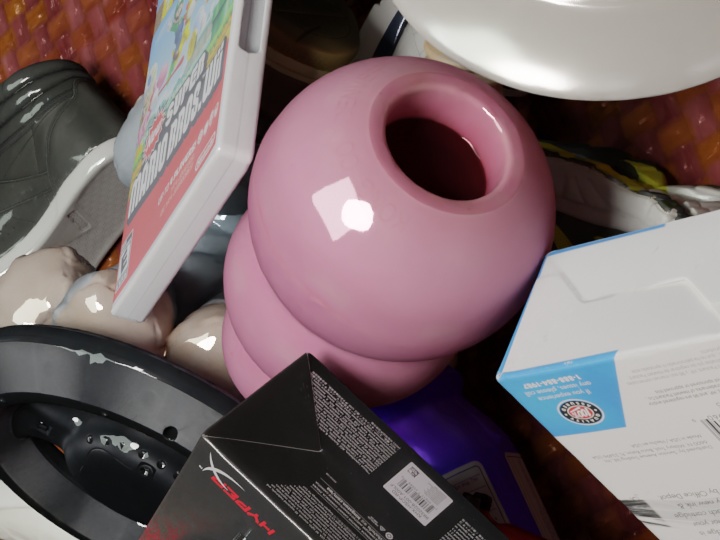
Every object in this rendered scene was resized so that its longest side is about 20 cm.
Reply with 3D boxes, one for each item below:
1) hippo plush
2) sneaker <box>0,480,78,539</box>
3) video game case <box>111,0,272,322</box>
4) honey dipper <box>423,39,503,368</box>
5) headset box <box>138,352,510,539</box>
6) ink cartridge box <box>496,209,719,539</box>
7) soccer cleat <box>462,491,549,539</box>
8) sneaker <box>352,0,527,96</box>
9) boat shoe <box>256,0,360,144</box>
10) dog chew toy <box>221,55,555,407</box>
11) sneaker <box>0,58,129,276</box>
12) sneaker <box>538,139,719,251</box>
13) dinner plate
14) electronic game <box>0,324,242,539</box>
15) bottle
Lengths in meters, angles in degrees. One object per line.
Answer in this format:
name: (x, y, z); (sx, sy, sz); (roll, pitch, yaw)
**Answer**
hippo plush: (-0.061, -0.002, 1.221); (0.159, 0.200, 0.161); (16, 74, 31)
sneaker: (-0.138, 0.150, 1.322); (0.200, 0.073, 0.085); (-2, 84, 44)
video game case: (-0.069, -0.095, 1.109); (0.143, 0.017, 0.200); (128, 153, -52)
honey dipper: (0.042, -0.032, 1.139); (0.038, 0.038, 0.200); (37, 136, 40)
headset box: (-0.027, 0.155, 1.031); (0.149, 0.075, 0.200); (43, 134, 10)
ink cartridge box: (0.163, 0.067, 0.983); (0.116, 0.200, 0.068); (-13, 42, 44)
soccer cleat: (0.077, 0.152, 1.051); (0.200, 0.069, 0.085); (23, 95, 20)
sneaker: (0.068, -0.138, 1.141); (0.080, 0.076, 0.200); (39, 121, 28)
boat shoe: (-0.041, -0.117, 1.180); (0.065, 0.073, 0.200); (-59, 10, 19)
dog chew toy: (0.000, 0.000, 1.049); (0.125, 0.124, 0.200); (68, 150, 23)
sneaker: (-0.191, -0.033, 1.392); (0.200, 0.071, 0.099); (-47, 55, 26)
sneaker: (0.127, 0.004, 1.074); (0.200, 0.074, 0.085); (31, 116, 51)
dinner plate: (0.101, -0.157, 1.035); (0.200, 0.200, 0.024); (57, 168, 30)
electronic game: (-0.099, 0.090, 1.171); (0.200, 0.200, 0.042); (-7, 47, 45)
bottle: (0.036, 0.106, 1.137); (0.083, 0.065, 0.200); (-31, 73, 19)
